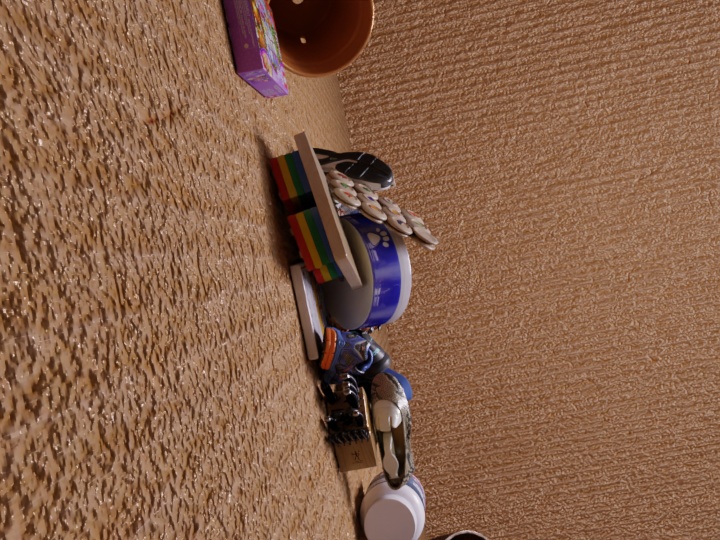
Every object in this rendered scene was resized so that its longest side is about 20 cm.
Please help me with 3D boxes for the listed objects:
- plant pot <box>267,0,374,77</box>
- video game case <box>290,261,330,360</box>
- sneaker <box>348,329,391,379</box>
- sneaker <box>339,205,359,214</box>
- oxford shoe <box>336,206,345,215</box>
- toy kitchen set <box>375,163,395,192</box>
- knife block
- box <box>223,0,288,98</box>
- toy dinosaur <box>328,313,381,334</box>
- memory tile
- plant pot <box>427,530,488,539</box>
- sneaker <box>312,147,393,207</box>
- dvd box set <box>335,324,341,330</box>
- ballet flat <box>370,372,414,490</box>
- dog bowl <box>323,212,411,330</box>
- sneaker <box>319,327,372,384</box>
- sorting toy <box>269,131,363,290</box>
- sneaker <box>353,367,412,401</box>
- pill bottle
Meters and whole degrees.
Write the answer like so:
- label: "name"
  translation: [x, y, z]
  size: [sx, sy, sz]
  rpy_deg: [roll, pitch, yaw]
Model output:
- label: "plant pot"
  translation: [-0.091, -0.462, 1.197]
  size: [0.140, 0.199, 0.201]
  rpy_deg: [-120, -169, -48]
- label: "video game case"
  translation: [-0.077, 0.055, 1.101]
  size: [0.200, 0.017, 0.144]
  rpy_deg: [-45, 124, -84]
- label: "sneaker"
  translation: [-0.005, 0.138, 1.243]
  size: [0.080, 0.075, 0.200]
  rpy_deg: [57, -18, -11]
- label: "sneaker"
  translation: [-0.030, -0.130, 1.367]
  size: [0.075, 0.087, 0.202]
  rpy_deg: [116, -21, -71]
- label: "oxford shoe"
  translation: [-0.067, -0.114, 1.261]
  size: [0.071, 0.074, 0.201]
  rpy_deg: [-93, 170, -52]
- label: "toy kitchen set"
  translation: [0.002, -0.110, 1.448]
  size: [0.163, 0.179, 0.202]
  rpy_deg: [22, 53, -83]
- label: "knife block"
  translation: [-0.018, 0.227, 1.117]
  size: [0.200, 0.063, 0.177]
  rpy_deg: [-84, 163, -75]
- label: "box"
  translation: [-0.150, -0.336, 0.983]
  size: [0.200, 0.039, 0.138]
  rpy_deg: [-57, 136, -84]
- label: "toy dinosaur"
  translation: [-0.006, 0.081, 1.341]
  size: [0.200, 0.101, 0.137]
  rpy_deg: [62, 15, -83]
- label: "memory tile"
  translation: [0.035, -0.105, 1.150]
  size: [0.017, 0.199, 0.154]
  rpy_deg: [-58, -162, 18]
- label: "plant pot"
  translation: [0.111, 0.529, 1.119]
  size: [0.199, 0.186, 0.189]
  rpy_deg: [-26, -111, 49]
- label: "sneaker"
  translation: [-0.024, -0.158, 1.279]
  size: [0.076, 0.199, 0.116]
  rpy_deg: [-50, 145, -39]
- label: "dvd box set"
  translation: [-0.023, 0.146, 1.475]
  size: [0.200, 0.029, 0.148]
  rpy_deg: [-90, 168, -65]
- label: "ballet flat"
  translation: [0.052, 0.275, 1.138]
  size: [0.075, 0.067, 0.202]
  rpy_deg: [-43, 125, -67]
- label: "dog bowl"
  translation: [0.000, 0.000, 1.191]
  size: [0.200, 0.078, 0.202]
  rpy_deg: [22, -64, 55]
- label: "sneaker"
  translation: [-0.020, 0.144, 1.083]
  size: [0.200, 0.078, 0.076]
  rpy_deg: [85, 13, -75]
- label: "sorting toy"
  translation: [-0.069, -0.074, 1.044]
  size: [0.200, 0.069, 0.200]
  rpy_deg: [65, 6, -75]
- label: "sneaker"
  translation: [0.008, 0.208, 1.269]
  size: [0.199, 0.077, 0.071]
  rpy_deg: [12, -67, 55]
- label: "pill bottle"
  translation: [0.060, 0.441, 1.245]
  size: [0.200, 0.118, 0.121]
  rpy_deg: [41, 38, -82]
